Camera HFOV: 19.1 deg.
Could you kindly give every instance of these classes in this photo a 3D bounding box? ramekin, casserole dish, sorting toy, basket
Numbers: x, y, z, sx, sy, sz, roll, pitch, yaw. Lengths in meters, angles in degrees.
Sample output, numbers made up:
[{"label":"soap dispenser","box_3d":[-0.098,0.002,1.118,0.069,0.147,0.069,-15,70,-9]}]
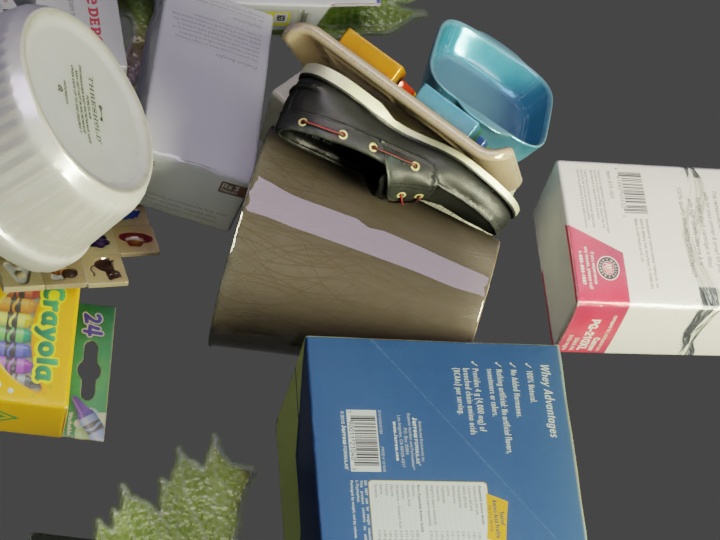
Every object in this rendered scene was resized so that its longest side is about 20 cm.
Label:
[{"label":"ramekin","box_3d":[-0.240,-0.108,1.617,0.202,0.094,0.203,46,29,-35]},{"label":"casserole dish","box_3d":[0.104,-0.150,1.838,0.121,0.039,0.200,34,26,-8]},{"label":"sorting toy","box_3d":[0.040,-0.132,1.691,0.199,0.185,0.037,32,89,9]},{"label":"basket","box_3d":[0.000,0.000,1.682,0.199,0.136,0.181,16,95,1]}]

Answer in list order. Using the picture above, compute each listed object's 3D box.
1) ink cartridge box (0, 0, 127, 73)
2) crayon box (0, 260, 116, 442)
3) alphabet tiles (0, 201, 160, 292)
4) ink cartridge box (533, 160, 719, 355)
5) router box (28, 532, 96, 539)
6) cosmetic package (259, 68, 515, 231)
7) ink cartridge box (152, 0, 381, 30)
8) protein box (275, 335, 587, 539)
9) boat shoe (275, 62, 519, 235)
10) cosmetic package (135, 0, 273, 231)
[{"label":"ink cartridge box","box_3d":[-0.301,-0.192,1.775,0.199,0.084,0.146,-1,51,-15]},{"label":"crayon box","box_3d":[-0.288,0.056,1.646,0.199,0.052,0.126,7,56,-10]},{"label":"alphabet tiles","box_3d":[-0.256,-0.053,1.716,0.165,0.006,0.201,-3,43,-21]},{"label":"ink cartridge box","box_3d":[0.258,-0.009,1.805,0.199,0.084,0.146,2,57,-12]},{"label":"router box","box_3d":[-0.146,0.269,1.512,0.199,0.062,0.150,8,35,-8]},{"label":"cosmetic package","box_3d":[0.022,-0.091,1.805,0.200,0.073,0.103,44,58,15]},{"label":"ink cartridge box","box_3d":[-0.094,-0.304,1.933,0.199,0.047,0.199,2,56,-15]},{"label":"protein box","box_3d":[0.050,0.169,1.607,0.199,0.135,0.200,2,57,-12]},{"label":"boat shoe","box_3d":[0.028,-0.080,1.632,0.201,0.074,0.063,31,74,-12]},{"label":"cosmetic package","box_3d":[-0.135,-0.138,1.778,0.101,0.074,0.201,17,49,-13]}]
